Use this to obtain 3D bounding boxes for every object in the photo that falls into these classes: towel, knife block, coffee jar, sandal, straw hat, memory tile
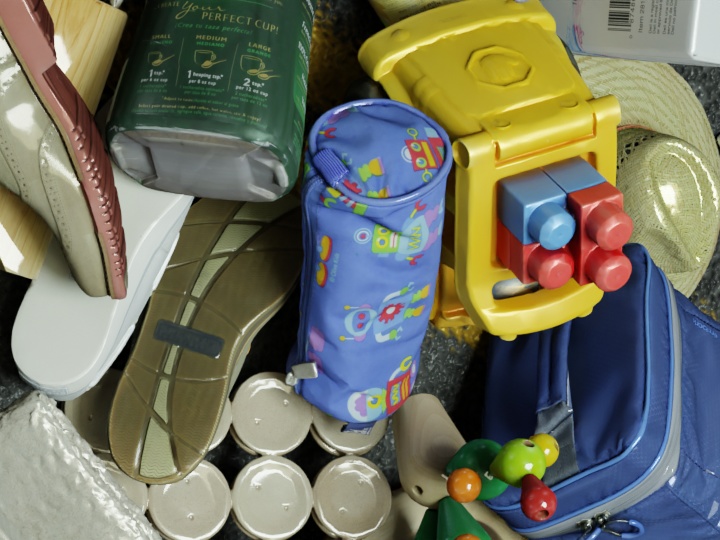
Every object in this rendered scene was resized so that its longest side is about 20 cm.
[{"bbox_3d":[-0.167,0.174,1.119,0.132,0.034,0.200,-34,100,11],"label":"towel"},{"bbox_3d":[-0.166,-0.120,1.111,0.175,0.064,0.201,-30,112,-23],"label":"knife block"},{"bbox_3d":[-0.069,-0.142,1.112,0.104,0.085,0.201,7,66,8],"label":"coffee jar"},{"bbox_3d":[-0.090,0.035,1.179,0.080,0.054,0.201,22,68,2],"label":"sandal"},{"bbox_3d":[0.189,-0.044,1.326,0.200,0.085,0.202,-5,100,-31],"label":"straw hat"},{"bbox_3d":[-0.077,0.134,1.189,0.199,0.017,0.154,2,78,-18],"label":"memory tile"}]

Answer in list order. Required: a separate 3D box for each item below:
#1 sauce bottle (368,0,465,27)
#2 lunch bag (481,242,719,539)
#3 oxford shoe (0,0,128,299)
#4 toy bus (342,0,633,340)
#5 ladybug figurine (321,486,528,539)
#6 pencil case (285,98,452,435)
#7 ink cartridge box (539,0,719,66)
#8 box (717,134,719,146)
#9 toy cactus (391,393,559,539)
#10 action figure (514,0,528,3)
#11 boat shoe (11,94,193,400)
[{"bbox_3d":[0.003,-0.217,1.200,0.065,0.065,0.200,-44,116,-18],"label":"sauce bottle"},{"bbox_3d":[0.149,0.092,1.259,0.132,0.136,0.201,41,37,-29],"label":"lunch bag"},{"bbox_3d":[-0.176,-0.068,1.050,0.074,0.070,0.201,-20,111,1],"label":"oxford shoe"},{"bbox_3d":[0.089,-0.030,1.183,0.135,0.192,0.201,-18,131,-20],"label":"toy bus"},{"bbox_3d":[0.025,0.199,1.271,0.199,0.072,0.136,-23,108,-27],"label":"ladybug figurine"},{"bbox_3d":[0.000,0.000,1.144,0.087,0.078,0.201,-23,142,-27],"label":"pencil case"},{"bbox_3d":[0.168,-0.199,1.224,0.084,0.200,0.146,3,96,-35],"label":"ink cartridge box"},{"bbox_3d":[0.338,-0.032,1.423,0.095,0.078,0.200,-40,115,-21],"label":"box"},{"bbox_3d":[0.063,0.140,1.171,0.102,0.165,0.201,-8,140,-14],"label":"toy cactus"},{"bbox_3d":[0.086,-0.259,1.171,0.104,0.194,0.201,11,106,-21],"label":"action figure"},{"bbox_3d":[-0.133,-0.018,1.144,0.072,0.069,0.201,17,75,2],"label":"boat shoe"}]
